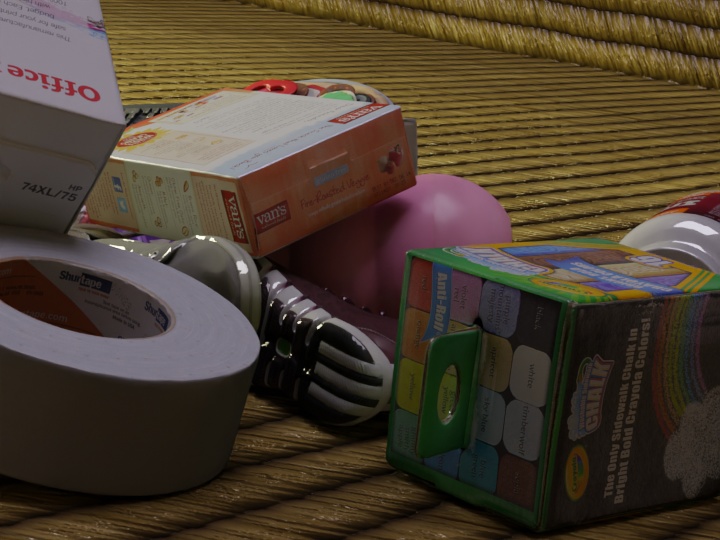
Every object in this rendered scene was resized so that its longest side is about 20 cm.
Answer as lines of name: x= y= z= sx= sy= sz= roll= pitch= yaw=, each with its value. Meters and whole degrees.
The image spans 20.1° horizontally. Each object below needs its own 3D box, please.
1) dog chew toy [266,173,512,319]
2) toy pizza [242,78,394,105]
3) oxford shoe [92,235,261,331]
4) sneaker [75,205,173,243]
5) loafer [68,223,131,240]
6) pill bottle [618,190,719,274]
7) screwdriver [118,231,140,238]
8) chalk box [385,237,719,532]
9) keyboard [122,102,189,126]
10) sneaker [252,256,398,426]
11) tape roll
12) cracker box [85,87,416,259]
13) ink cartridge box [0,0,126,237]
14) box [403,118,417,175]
dog chew toy: x=0.000 y=0.000 z=1.338 sx=0.199 sy=0.125 sz=0.125 roll=-1 pitch=12 yaw=1
toy pizza: x=-0.068 y=-0.094 z=1.539 sx=0.199 sy=0.032 sz=0.201 roll=-13 pitch=35 yaw=9
oxford shoe: x=-0.123 y=0.014 z=1.210 sx=0.057 sy=0.076 sz=0.200 roll=0 pitch=5 yaw=-35
sneaker: x=-0.191 y=-0.041 z=1.441 sx=0.199 sy=0.084 sz=0.081 roll=18 pitch=-1 yaw=-20
loafer: x=-0.208 y=-0.001 z=1.319 sx=0.068 sy=0.076 sz=0.199 roll=8 pitch=10 yaw=40
pill bottle: x=0.230 y=0.011 z=1.407 sx=0.112 sy=0.114 sz=0.200 roll=10 pitch=12 yaw=18
screwdriver: x=-0.231 y=-0.006 z=1.384 sx=0.199 sy=0.029 sz=0.028 roll=-9 pitch=44 yaw=-29
chalk box: x=0.096 y=0.057 z=1.085 sx=0.199 sy=0.125 sz=0.123 roll=-2 pitch=15 yaw=-41
keyboard: x=-0.130 y=-0.093 z=1.521 sx=0.199 sy=0.021 sz=0.127 roll=0 pitch=39 yaw=27
sneaker: x=-0.015 y=0.045 z=1.250 sx=0.115 sy=0.076 sz=0.200 roll=6 pitch=19 yaw=-38
tape roll: x=-0.156 y=0.043 z=1.070 sx=0.199 sy=0.067 sz=0.200 roll=17 pitch=17 yaw=-5
cracker box: x=-0.078 y=-0.067 z=1.319 sx=0.134 sy=0.058 sz=0.199 roll=-25 pitch=22 yaw=-33
ink cartridge box: x=-0.241 y=-0.115 z=1.178 sx=0.146 sy=0.146 sz=0.201 roll=13 pitch=40 yaw=-29
box: x=-0.058 y=-0.076 z=1.639 sx=0.199 sy=0.096 sz=0.078 roll=0 pitch=5 yaw=27
